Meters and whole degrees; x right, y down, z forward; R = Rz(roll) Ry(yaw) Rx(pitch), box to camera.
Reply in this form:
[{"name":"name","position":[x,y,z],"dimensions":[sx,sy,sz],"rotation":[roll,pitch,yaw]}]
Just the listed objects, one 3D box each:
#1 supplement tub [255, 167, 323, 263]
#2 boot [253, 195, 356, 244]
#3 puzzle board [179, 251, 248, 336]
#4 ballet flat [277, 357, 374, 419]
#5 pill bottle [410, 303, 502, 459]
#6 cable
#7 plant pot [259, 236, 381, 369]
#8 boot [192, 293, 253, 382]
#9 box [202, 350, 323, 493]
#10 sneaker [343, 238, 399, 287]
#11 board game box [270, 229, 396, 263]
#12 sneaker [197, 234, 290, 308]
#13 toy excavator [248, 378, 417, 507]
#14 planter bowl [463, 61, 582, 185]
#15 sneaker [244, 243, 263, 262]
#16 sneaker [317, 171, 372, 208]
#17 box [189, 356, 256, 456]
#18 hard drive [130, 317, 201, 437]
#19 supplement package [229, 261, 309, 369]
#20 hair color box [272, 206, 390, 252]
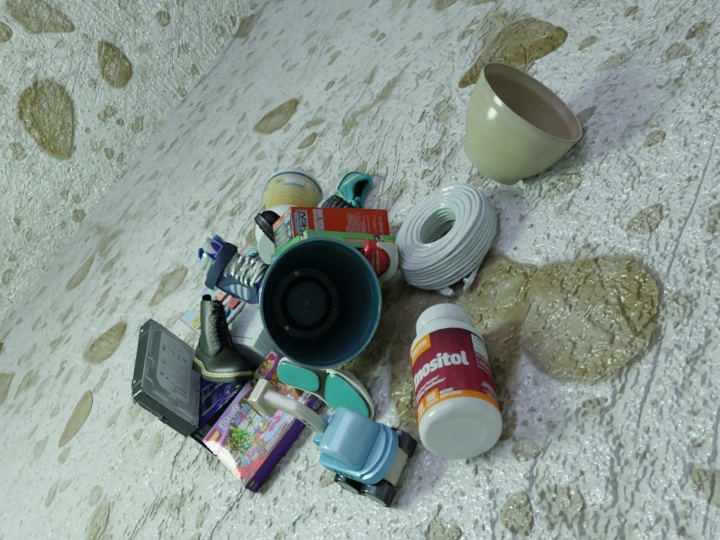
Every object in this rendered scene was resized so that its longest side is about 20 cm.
[{"name":"supplement tub","position":[-0.155,-0.112,1.604],"dimensions":[0.143,0.145,0.203],"rotation":[-29,35,24]},{"name":"boot","position":[-0.097,-0.094,1.464],"dimensions":[0.160,0.210,0.079],"rotation":[-55,22,-8]},{"name":"puzzle board","position":[-0.289,0.052,1.552],"dimensions":[0.201,0.018,0.149],"rotation":[-49,41,-15]},{"name":"ballet flat","position":[-0.048,0.184,1.203],"dimensions":[0.196,0.070,0.070],"rotation":[20,66,29]},{"name":"pill bottle","position":[0.127,0.147,1.014],"dimensions":[0.111,0.113,0.203],"rotation":[-31,34,21]},{"name":"cable","position":[0.143,-0.059,1.264],"dimensions":[0.198,0.069,0.203],"rotation":[7,60,53]},{"name":"plant pot","position":[-0.079,0.053,1.228],"dimensions":[0.201,0.199,0.188],"rotation":[-51,8,-9]},{"name":"boot","position":[-0.254,0.121,1.321],"dimensions":[0.197,0.076,0.143],"rotation":[6,93,52]},{"name":"box","position":[-0.168,0.259,1.268],"dimensions":[0.136,0.039,0.202],"rotation":[30,78,38]},{"name":"sneaker","position":[0.000,0.000,1.305],"dimensions":[0.201,0.083,0.079],"rotation":[127,153,-51]},{"name":"board game box","position":[-0.047,-0.032,1.326],"dimensions":[0.134,0.196,0.030],"rotation":[-29,65,50]},{"name":"sneaker","position":[-0.231,-0.004,1.361],"dimensions":[0.197,0.146,0.082],"rotation":[0,52,51]},{"name":"toy excavator","position":[-0.043,0.228,1.041],"dimensions":[0.192,0.200,0.101],"rotation":[2,53,49]},{"name":"planter bowl","position":[0.256,-0.235,1.238],"dimensions":[0.136,0.196,0.203],"rotation":[-56,21,37]},{"name":"sneaker","position":[-0.250,-0.012,1.660],"dimensions":[0.076,0.086,0.204],"rotation":[-8,48,43]},{"name":"sneaker","position":[-0.037,-0.136,1.563],"dimensions":[0.078,0.078,0.203],"rotation":[2,55,39]},{"name":"box","position":[-0.270,0.234,1.422],"dimensions":[0.141,0.079,0.201],"rotation":[-41,32,3]},{"name":"hard drive","position":[-0.358,0.196,1.363],"dimensions":[0.038,0.140,0.202],"rotation":[-36,33,16]},{"name":"supplement package","position":[-0.151,0.086,1.412],"dimensions":[0.112,0.110,0.203],"rotation":[1,54,49]},{"name":"hair color box","position":[-0.055,-0.072,1.368],"dimensions":[0.110,0.195,0.066],"rotation":[-30,64,61]}]
